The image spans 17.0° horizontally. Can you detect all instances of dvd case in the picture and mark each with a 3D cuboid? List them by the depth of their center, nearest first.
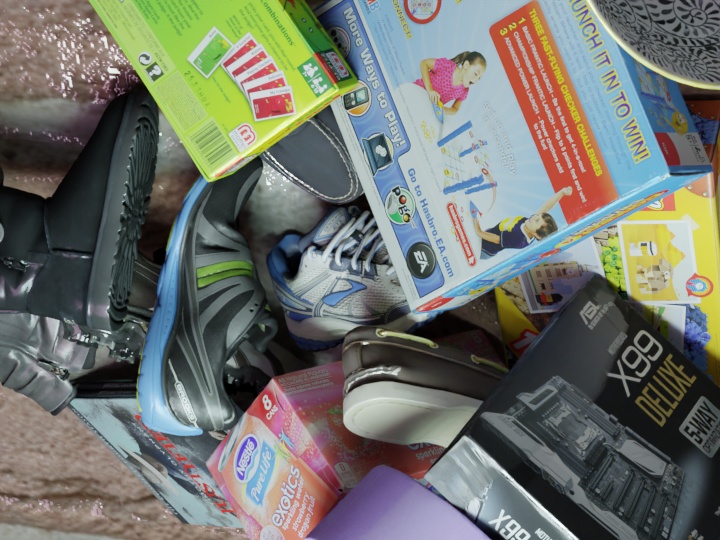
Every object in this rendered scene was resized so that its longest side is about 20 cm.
[{"bbox_3d":[-0.116,0.131,1.712,0.146,0.022,0.200,49,154,-23],"label":"dvd case"}]

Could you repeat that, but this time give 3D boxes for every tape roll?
[{"bbox_3d":[0.057,0.210,1.445,0.200,0.066,0.200,43,167,13],"label":"tape roll"}]

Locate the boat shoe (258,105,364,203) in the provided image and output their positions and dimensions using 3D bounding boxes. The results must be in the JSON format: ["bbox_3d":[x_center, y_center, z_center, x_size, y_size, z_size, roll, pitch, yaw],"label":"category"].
[{"bbox_3d":[-0.072,-0.105,1.540,0.073,0.063,0.200,-30,114,34],"label":"boat shoe"}]

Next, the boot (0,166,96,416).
[{"bbox_3d":[-0.238,0.007,1.689,0.131,0.070,0.200,15,132,-8],"label":"boot"}]

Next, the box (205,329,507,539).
[{"bbox_3d":[0.013,0.117,1.597,0.095,0.200,0.103,57,133,21],"label":"box"}]

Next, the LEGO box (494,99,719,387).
[{"bbox_3d":[0.164,-0.007,1.538,0.148,0.077,0.200,1,128,17],"label":"LEGO box"}]

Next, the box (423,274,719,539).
[{"bbox_3d":[0.147,0.112,1.435,0.158,0.200,0.050,43,130,2],"label":"box"}]

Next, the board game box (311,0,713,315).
[{"bbox_3d":[0.081,-0.105,1.428,0.196,0.056,0.201,-28,77,33],"label":"board game box"}]

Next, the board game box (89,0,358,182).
[{"bbox_3d":[-0.101,-0.166,1.447,0.101,0.048,0.200,-34,89,18],"label":"board game box"}]

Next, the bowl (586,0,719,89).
[{"bbox_3d":[0.183,-0.204,1.343,0.201,0.201,0.094,46,170,-20],"label":"bowl"}]

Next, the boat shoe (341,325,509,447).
[{"bbox_3d":[0.072,0.083,1.530,0.200,0.060,0.072,15,142,-33],"label":"boat shoe"}]

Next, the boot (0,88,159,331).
[{"bbox_3d":[-0.243,-0.052,1.579,0.199,0.165,0.066,8,166,10],"label":"boot"}]

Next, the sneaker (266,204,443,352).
[{"bbox_3d":[0.000,0.000,1.568,0.200,0.077,0.085,-13,112,53],"label":"sneaker"}]

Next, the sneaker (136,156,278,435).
[{"bbox_3d":[-0.091,0.015,1.571,0.082,0.200,0.071,11,159,-3],"label":"sneaker"}]

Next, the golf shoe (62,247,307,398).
[{"bbox_3d":[-0.105,0.031,1.651,0.200,0.095,0.078,23,164,-37],"label":"golf shoe"}]
